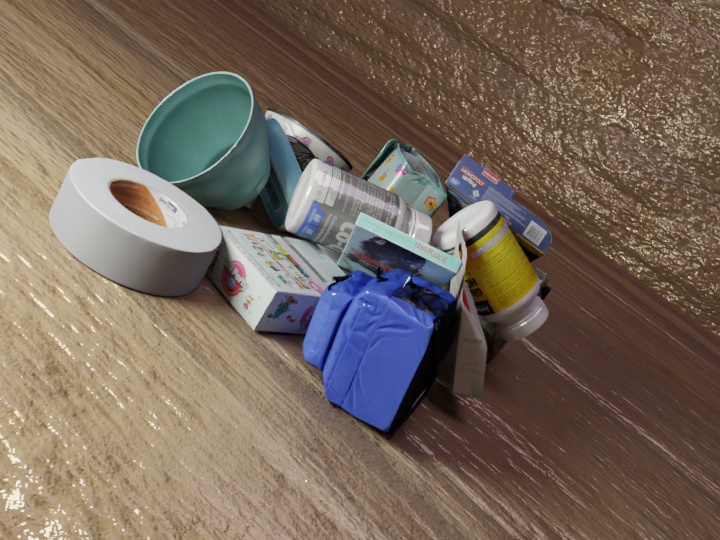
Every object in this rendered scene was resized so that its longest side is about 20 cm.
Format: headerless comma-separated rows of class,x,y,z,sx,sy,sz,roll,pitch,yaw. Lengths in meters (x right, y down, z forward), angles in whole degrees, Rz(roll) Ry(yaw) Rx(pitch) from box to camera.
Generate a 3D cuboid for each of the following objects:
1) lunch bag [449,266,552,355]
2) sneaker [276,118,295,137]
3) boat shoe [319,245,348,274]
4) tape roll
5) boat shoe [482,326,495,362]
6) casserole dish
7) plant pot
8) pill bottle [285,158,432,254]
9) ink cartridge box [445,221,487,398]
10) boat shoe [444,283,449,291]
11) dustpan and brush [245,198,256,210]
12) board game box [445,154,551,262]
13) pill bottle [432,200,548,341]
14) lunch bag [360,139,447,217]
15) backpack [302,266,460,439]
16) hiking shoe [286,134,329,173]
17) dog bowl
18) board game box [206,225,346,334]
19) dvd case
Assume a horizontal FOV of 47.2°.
lunch bag,0.203,0.029,1.406,0.199,0.169,0.139,37,19,11
sneaker,-0.126,-0.152,1.454,0.201,0.079,0.130,60,-16,9
boat shoe,0.000,0.000,1.285,0.071,0.069,0.200,-14,49,-38
tape roll,-0.270,-0.055,1.004,0.199,0.067,0.201,30,19,-11
boat shoe,0.135,0.077,1.328,0.199,0.071,0.070,37,17,12
casserole dish,-0.136,-0.148,1.332,0.038,0.121,0.202,-22,88,-28
plant pot,-0.216,-0.175,1.239,0.201,0.200,0.134,48,-3,39
pill bottle,-0.001,-0.074,1.213,0.198,0.115,0.114,22,20,-15
ink cartridge box,0.151,0.051,1.148,0.049,0.203,0.161,6,17,0
boat shoe,0.100,0.056,1.252,0.059,0.073,0.203,2,38,12
dustpan and brush,-0.250,-0.192,1.385,0.198,0.058,0.140,29,19,-11
board game box,0.226,-0.094,1.418,0.199,0.062,0.200,37,-7,2
pill bottle,0.205,0.004,1.270,0.201,0.112,0.113,56,14,-12
lunch bag,0.051,-0.127,1.432,0.121,0.171,0.201,34,18,-19
backpack,0.034,0.074,1.027,0.167,0.164,0.200,33,19,12
hiking shoe,-0.073,-0.156,1.336,0.075,0.101,0.201,-33,76,-24
dog bowl,-0.116,-0.224,1.588,0.199,0.074,0.200,33,-3,2
board game box,-0.098,0.017,1.110,0.199,0.065,0.148,11,27,-52
dvd case,0.046,-0.009,1.111,0.144,0.022,0.200,26,-16,-2
